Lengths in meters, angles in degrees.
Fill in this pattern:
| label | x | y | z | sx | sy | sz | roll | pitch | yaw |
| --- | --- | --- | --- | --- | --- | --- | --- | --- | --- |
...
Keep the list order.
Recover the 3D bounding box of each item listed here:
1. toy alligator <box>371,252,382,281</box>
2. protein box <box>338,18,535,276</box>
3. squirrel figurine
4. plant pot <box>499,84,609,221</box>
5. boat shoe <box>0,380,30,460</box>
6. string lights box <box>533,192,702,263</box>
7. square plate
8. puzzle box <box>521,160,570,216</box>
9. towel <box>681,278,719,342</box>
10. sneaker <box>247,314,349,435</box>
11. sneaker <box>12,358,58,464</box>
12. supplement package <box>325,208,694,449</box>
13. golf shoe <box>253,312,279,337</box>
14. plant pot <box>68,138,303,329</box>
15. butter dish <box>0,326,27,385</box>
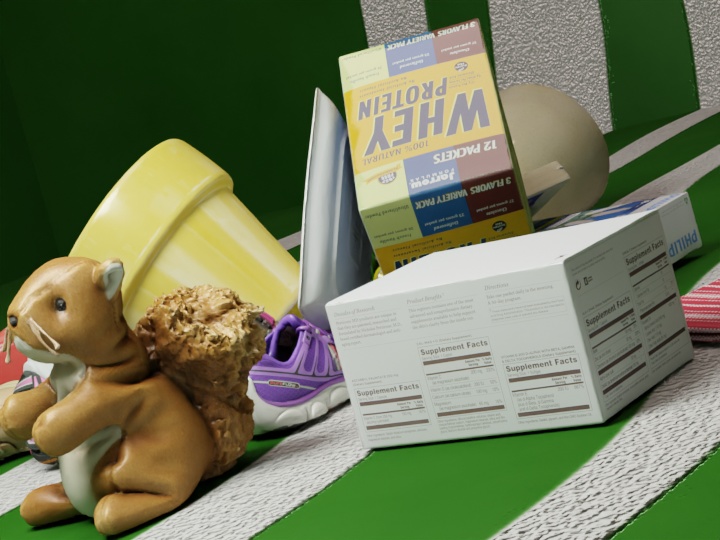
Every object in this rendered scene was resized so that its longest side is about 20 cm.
| label | x | y | z | sx | sy | sz | roll | pitch | yaw |
| --- | --- | --- | --- | --- | --- | --- | --- | --- | --- |
| toy alligator | 0.000 | 0.000 | 1.660 | 0.059 | 0.055 | 0.200 | 10 | 37 | 33 |
| protein box | 0.076 | -0.072 | 1.468 | 0.133 | 0.199 | 0.201 | -15 | 46 | 7 |
| squirrel figurine | -0.168 | 0.073 | 1.201 | 0.198 | 0.189 | 0.141 | -19 | 7 | -29 |
| plant pot | 0.178 | -0.098 | 1.986 | 0.186 | 0.189 | 0.200 | -11 | 22 | 36 |
| boat shoe | -0.349 | 0.152 | 1.540 | 0.198 | 0.072 | 0.065 | -8 | 29 | 23 |
| string lights box | 0.223 | -0.021 | 1.626 | 0.199 | 0.060 | 0.102 | -10 | 11 | 43 |
| square plate | -0.016 | -0.035 | 1.484 | 0.028 | 0.201 | 0.200 | 1 | -16 | 12 |
| puzzle box | 0.120 | -0.030 | 1.701 | 0.133 | 0.025 | 0.200 | -23 | -20 | -52 |
| towel | 0.320 | 0.017 | 1.253 | 0.199 | 0.023 | 0.144 | -22 | 11 | -31 |
| sneaker | -0.035 | 0.071 | 1.373 | 0.080 | 0.084 | 0.200 | -11 | 7 | 30 |
| sneaker | -0.245 | 0.135 | 1.431 | 0.199 | 0.080 | 0.087 | 18 | 73 | 54 |
| supplement package | 0.106 | 0.041 | 1.164 | 0.198 | 0.112 | 0.155 | -10 | 9 | 36 |
| golf shoe | -0.131 | 0.115 | 1.373 | 0.200 | 0.072 | 0.093 | -42 | -17 | -50 |
| plant pot | -0.151 | 0.012 | 1.531 | 0.202 | 0.188 | 0.201 | -54 | -6 | -9 |
| butter dish | -0.289 | 0.076 | 1.649 | 0.198 | 0.149 | 0.199 | -12 | 8 | 29 |
